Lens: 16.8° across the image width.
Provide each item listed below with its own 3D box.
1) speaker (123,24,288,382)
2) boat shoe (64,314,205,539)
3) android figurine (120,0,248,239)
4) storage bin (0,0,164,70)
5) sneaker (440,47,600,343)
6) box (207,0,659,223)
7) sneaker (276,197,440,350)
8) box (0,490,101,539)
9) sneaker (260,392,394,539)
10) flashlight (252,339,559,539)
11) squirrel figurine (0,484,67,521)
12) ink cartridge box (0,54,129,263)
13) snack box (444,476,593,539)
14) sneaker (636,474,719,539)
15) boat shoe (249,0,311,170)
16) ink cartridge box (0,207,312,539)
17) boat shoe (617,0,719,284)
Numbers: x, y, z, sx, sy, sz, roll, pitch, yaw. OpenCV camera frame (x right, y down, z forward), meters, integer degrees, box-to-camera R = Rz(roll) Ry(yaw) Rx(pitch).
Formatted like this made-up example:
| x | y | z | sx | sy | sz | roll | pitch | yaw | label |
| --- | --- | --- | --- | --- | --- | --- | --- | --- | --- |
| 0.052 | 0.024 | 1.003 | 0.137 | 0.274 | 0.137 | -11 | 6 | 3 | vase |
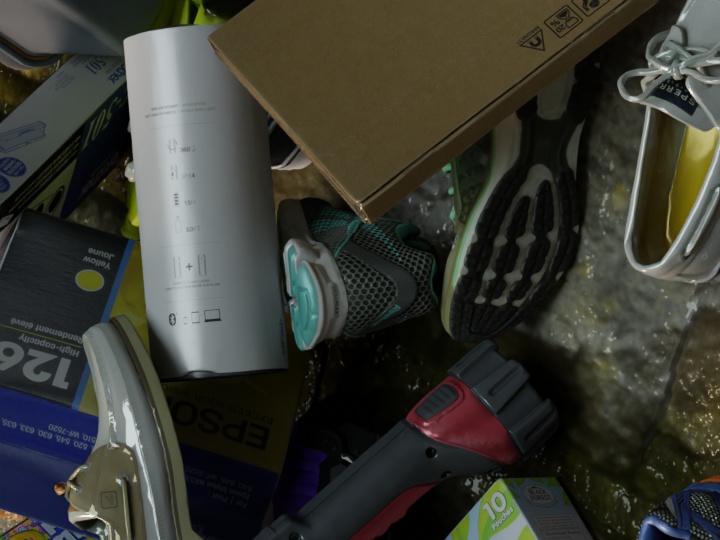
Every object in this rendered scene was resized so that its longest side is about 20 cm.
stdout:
| x | y | z | sx | sy | sz | roll | pitch | yaw | label |
| --- | --- | --- | --- | --- | --- | --- | --- | --- | --- |
| -0.088 | -0.039 | 1.392 | 0.081 | 0.081 | 0.201 | -9 | 85 | 46 | speaker |
| -0.129 | 0.123 | 1.345 | 0.075 | 0.068 | 0.201 | 102 | 152 | -71 | boat shoe |
| -0.114 | -0.107 | 1.531 | 0.183 | 0.041 | 0.200 | -93 | 22 | -47 | android figurine |
| -0.173 | -0.230 | 1.524 | 0.134 | 0.145 | 0.201 | 15 | 74 | 51 | storage bin |
| 0.076 | -0.060 | 1.368 | 0.088 | 0.077 | 0.201 | 19 | 96 | 55 | sneaker |
| 0.037 | -0.137 | 1.316 | 0.200 | 0.021 | 0.164 | -38 | 53 | -5 | box |
| 0.000 | 0.000 | 1.412 | 0.200 | 0.091 | 0.078 | -112 | 16 | -75 | sneaker |
| -0.137 | 0.256 | 1.436 | 0.193 | 0.122 | 0.200 | 43 | 143 | 20 | box |
| -0.011 | 0.141 | 1.414 | 0.100 | 0.069 | 0.200 | -50 | 30 | 21 | sneaker |
| 0.018 | 0.126 | 1.343 | 0.200 | 0.068 | 0.068 | -42 | 77 | -8 | flashlight |
| -0.230 | 0.091 | 1.595 | 0.142 | 0.186 | 0.201 | 45 | 121 | 37 | squirrel figurine |
| -0.208 | -0.064 | 1.563 | 0.044 | 0.200 | 0.094 | 27 | 129 | 7 | ink cartridge box |
| 0.072 | 0.231 | 1.371 | 0.200 | 0.053 | 0.143 | -52 | 53 | 33 | snack box |
| 0.190 | 0.201 | 1.228 | 0.075 | 0.078 | 0.201 | -42 | 61 | 39 | sneaker |
| -0.035 | -0.152 | 1.477 | 0.072 | 0.068 | 0.201 | 46 | 121 | 37 | boat shoe |
| -0.135 | 0.068 | 1.434 | 0.200 | 0.197 | 0.047 | -77 | 6 | -46 | ink cartridge box |
| 0.171 | -0.092 | 1.245 | 0.074 | 0.086 | 0.203 | 28 | 110 | 43 | boat shoe |
